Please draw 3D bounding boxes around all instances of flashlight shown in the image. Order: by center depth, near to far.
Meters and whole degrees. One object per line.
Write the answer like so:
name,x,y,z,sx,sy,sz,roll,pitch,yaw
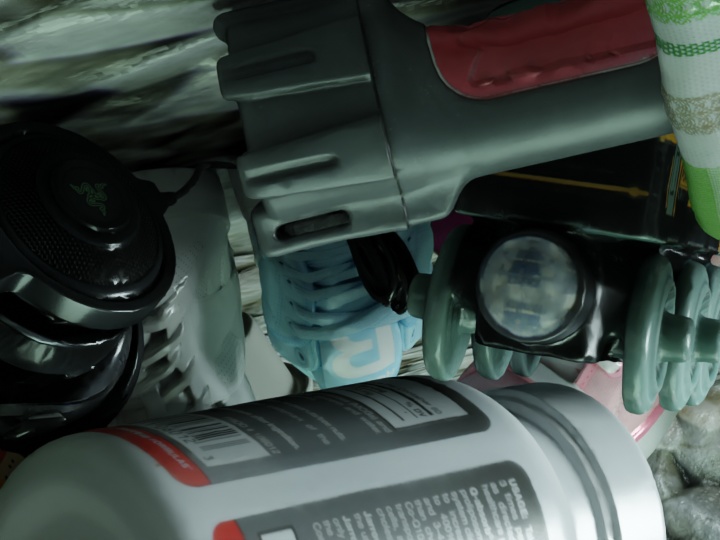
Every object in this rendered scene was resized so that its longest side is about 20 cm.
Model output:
flashlight,0.064,-0.063,0.669,0.200,0.068,0.068,-11,136,4

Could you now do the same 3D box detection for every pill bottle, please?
pill bottle,-0.006,0.094,0.813,0.200,0.116,0.116,-7,169,-42

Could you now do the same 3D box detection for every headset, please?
headset,-0.082,0.016,0.755,0.200,0.094,0.124,-31,166,-24

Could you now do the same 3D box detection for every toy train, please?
toy train,0.074,-0.018,0.807,0.085,0.114,0.200,10,-179,16

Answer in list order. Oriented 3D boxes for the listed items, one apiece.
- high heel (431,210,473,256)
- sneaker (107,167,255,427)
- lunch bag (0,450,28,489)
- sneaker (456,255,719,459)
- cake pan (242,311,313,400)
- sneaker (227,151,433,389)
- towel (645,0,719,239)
high heel,0.110,-0.035,1.014,0.200,0.067,0.096,6,135,-40
sneaker,-0.066,0.034,0.901,0.074,0.116,0.200,-14,170,6
lunch bag,-0.151,0.111,0.824,0.082,0.176,0.200,-35,-161,26
sneaker,0.095,-0.001,0.943,0.200,0.105,0.075,-35,-136,-21
cake pan,-0.118,0.069,1.105,0.200,0.037,0.200,-21,-168,5
sneaker,0.000,0.000,0.904,0.074,0.082,0.200,-16,172,-1
towel,0.133,-0.078,0.580,0.149,0.031,0.200,-13,152,5
